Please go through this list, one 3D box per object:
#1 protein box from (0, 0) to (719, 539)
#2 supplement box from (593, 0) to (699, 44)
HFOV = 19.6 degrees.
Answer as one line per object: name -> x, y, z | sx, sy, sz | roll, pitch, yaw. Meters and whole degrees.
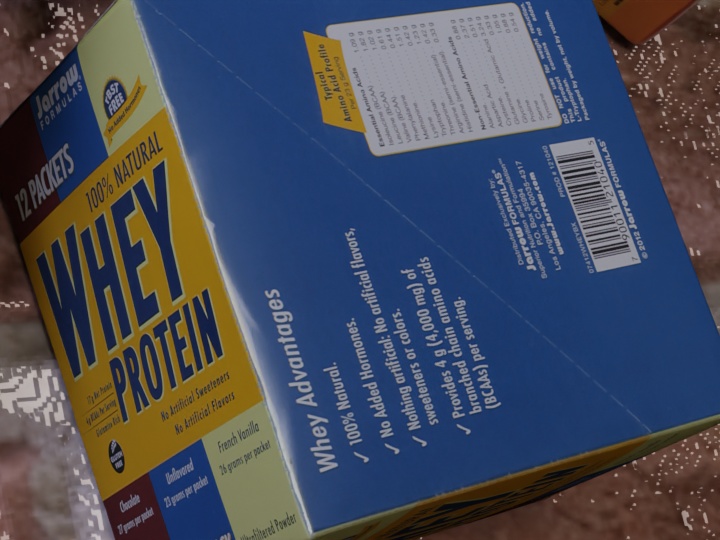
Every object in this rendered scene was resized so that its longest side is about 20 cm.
protein box -> 0.000, 0.000, 0.779 | 0.200, 0.135, 0.199 | -12, 77, -34
supplement box -> 0.083, -0.199, 0.958 | 0.200, 0.069, 0.067 | 38, 53, -9
